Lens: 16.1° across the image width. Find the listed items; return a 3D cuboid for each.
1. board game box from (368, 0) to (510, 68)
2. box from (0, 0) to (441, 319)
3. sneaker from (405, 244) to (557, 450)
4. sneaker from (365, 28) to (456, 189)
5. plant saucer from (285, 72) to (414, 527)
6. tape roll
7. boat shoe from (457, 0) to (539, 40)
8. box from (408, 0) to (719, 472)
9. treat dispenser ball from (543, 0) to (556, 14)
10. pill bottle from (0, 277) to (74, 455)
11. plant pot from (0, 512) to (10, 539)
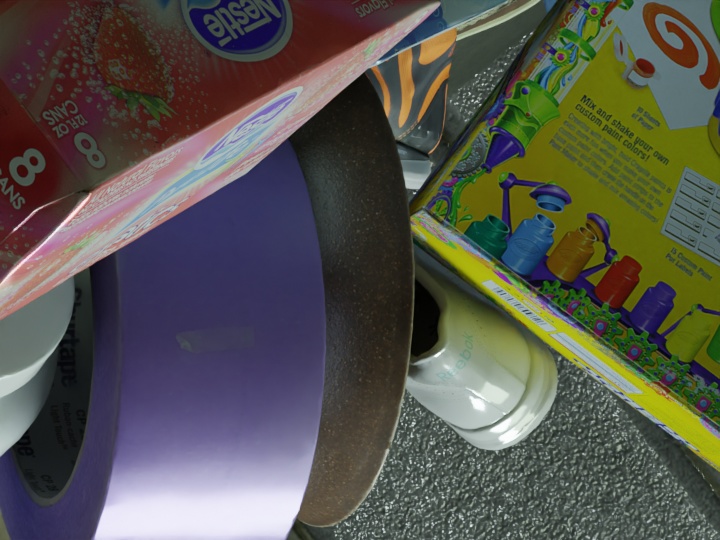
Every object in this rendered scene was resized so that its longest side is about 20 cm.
[{"bbox_3d":[0.000,-0.100,0.918,0.199,0.043,0.200,-28,-171,-41],"label":"board game box"},{"bbox_3d":[-0.076,-0.061,0.680,0.095,0.103,0.200,-38,178,32],"label":"box"},{"bbox_3d":[0.000,0.000,1.102,0.075,0.200,0.088,-55,136,-1],"label":"sneaker"},{"bbox_3d":[-0.029,-0.108,1.220,0.200,0.077,0.112,7,100,-52],"label":"sneaker"},{"bbox_3d":[-0.034,0.006,1.055,0.037,0.201,0.200,1,162,-23],"label":"plant saucer"},{"bbox_3d":[-0.090,0.027,1.034,0.085,0.201,0.200,0,162,-23],"label":"tape roll"},{"bbox_3d":[0.054,-0.162,1.373,0.202,0.075,0.075,-37,178,-7],"label":"boat shoe"},{"bbox_3d":[0.152,-0.037,1.015,0.193,0.200,0.122,-53,-178,-4],"label":"box"},{"bbox_3d":[0.189,-0.153,1.256,0.201,0.201,0.201,-38,179,-1],"label":"treat dispenser ball"},{"bbox_3d":[-0.186,0.038,1.005,0.111,0.111,0.200,-37,178,-35],"label":"pill bottle"},{"bbox_3d":[-0.268,0.152,1.374,0.200,0.177,0.200,-38,180,18],"label":"plant pot"}]
